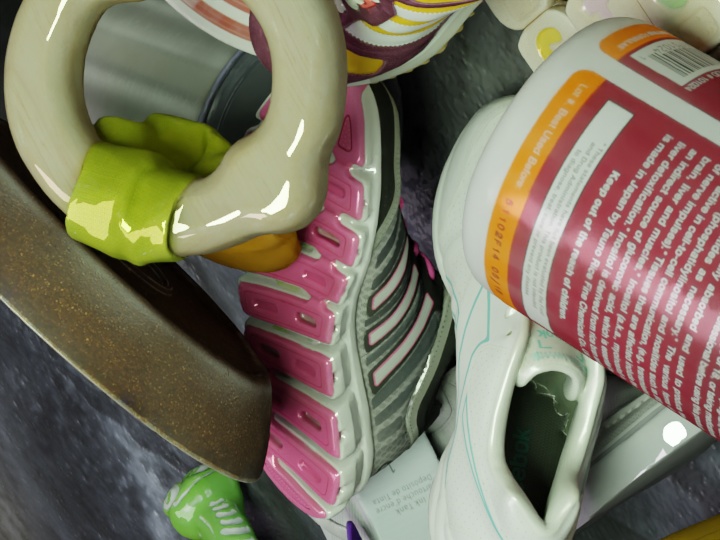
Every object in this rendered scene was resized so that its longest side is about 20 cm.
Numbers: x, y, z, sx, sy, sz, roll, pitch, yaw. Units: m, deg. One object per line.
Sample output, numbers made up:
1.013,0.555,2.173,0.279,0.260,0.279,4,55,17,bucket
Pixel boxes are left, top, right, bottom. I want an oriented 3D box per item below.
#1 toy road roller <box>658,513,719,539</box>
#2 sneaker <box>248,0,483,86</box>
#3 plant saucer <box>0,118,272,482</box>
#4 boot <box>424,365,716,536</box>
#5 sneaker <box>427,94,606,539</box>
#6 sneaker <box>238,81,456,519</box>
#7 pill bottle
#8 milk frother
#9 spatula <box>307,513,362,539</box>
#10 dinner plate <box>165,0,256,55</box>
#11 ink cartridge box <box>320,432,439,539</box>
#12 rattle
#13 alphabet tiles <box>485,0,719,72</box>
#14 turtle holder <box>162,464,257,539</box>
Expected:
0.143,0.167,1.012,0.200,0.123,0.147,-9,95,57,toy road roller
0.015,-0.117,0.882,0.200,0.090,0.075,-22,77,41,sneaker
-0.102,0.002,0.968,0.200,0.034,0.200,44,-176,-4,plant saucer
0.080,0.058,1.044,0.096,0.073,0.200,59,147,9,boot
0.068,0.022,0.957,0.080,0.070,0.201,124,149,-67,sneaker
0.000,0.000,1.028,0.074,0.087,0.201,22,125,37,sneaker
0.142,0.005,0.855,0.200,0.113,0.113,34,143,27,pill bottle
-0.120,-0.087,1.080,0.188,0.200,0.181,21,130,45,milk frother
-0.021,0.098,1.099,0.200,0.020,0.057,59,172,44,spatula
-0.028,-0.180,0.971,0.200,0.024,0.201,12,114,29,dinner plate
0.030,0.148,1.137,0.200,0.057,0.163,58,168,23,ink cartridge box
-0.055,-0.104,0.917,0.130,0.143,0.201,-16,83,32,rattle
0.103,-0.122,0.903,0.196,0.015,0.200,57,150,2,alphabet tiles
-0.093,0.214,1.377,0.132,0.141,0.186,42,160,57,turtle holder
